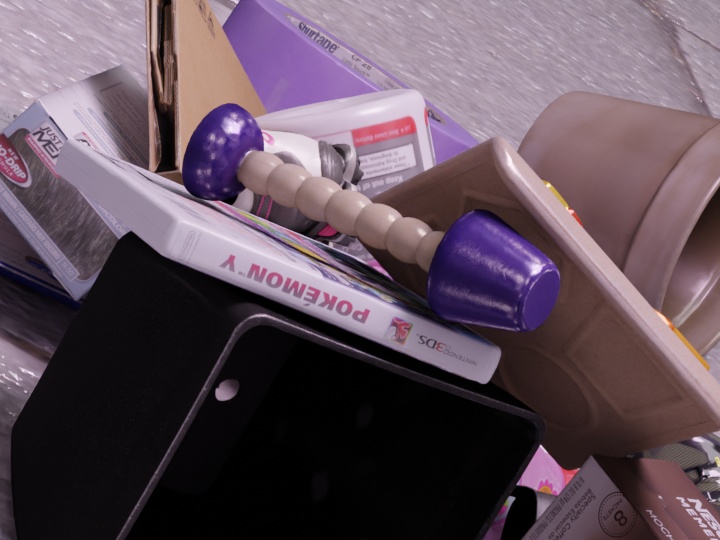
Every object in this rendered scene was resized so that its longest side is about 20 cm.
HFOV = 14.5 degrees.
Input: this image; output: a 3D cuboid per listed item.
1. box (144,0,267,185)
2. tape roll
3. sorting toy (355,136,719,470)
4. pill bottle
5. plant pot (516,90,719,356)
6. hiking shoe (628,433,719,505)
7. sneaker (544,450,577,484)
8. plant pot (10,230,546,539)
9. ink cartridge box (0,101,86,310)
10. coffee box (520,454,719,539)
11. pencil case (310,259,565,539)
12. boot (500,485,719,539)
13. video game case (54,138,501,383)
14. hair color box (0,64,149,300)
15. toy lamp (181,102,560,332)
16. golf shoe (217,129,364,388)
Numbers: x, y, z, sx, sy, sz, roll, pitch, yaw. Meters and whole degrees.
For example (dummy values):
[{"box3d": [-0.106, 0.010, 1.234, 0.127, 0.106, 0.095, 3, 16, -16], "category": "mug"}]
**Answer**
[{"box3d": [-0.086, -0.074, 1.670, 0.200, 0.021, 0.164, 63, 20, -57], "category": "box"}, {"box3d": [-0.019, -0.106, 1.961, 0.200, 0.085, 0.200, 33, 8, -5], "category": "tape roll"}, {"box3d": [0.092, 0.017, 1.425, 0.185, 0.036, 0.200, 48, -22, -9], "category": "sorting toy"}, {"box3d": [0.000, 0.000, 1.684, 0.114, 0.114, 0.201, -26, 107, -67], "category": "pill bottle"}, {"box3d": [0.213, -0.049, 2.177, 0.173, 0.200, 0.200, 29, 15, 27], "category": "plant pot"}, {"box3d": [0.236, 0.174, 1.880, 0.200, 0.076, 0.101, 46, 19, 17], "category": "hiking shoe"}, {"box3d": [0.164, 0.187, 1.767, 0.200, 0.078, 0.116, 24, 31, -2], "category": "sneaker"}, {"box3d": [-0.064, 0.089, 1.431, 0.199, 0.200, 0.177, 21, 17, -37], "category": "plant pot"}, {"box3d": [-0.199, -0.035, 1.660, 0.095, 0.037, 0.200, 27, 22, -31], "category": "ink cartridge box"}, {"box3d": [0.112, 0.204, 1.450, 0.080, 0.200, 0.113, 11, 35, -50], "category": "coffee box"}, {"box3d": [0.043, 0.083, 1.592, 0.200, 0.087, 0.088, 56, 6, -41], "category": "pencil case"}, {"box3d": [0.130, 0.220, 1.556, 0.138, 0.077, 0.201, 11, 70, -25], "category": "boot"}, {"box3d": [-0.045, -0.006, 1.404, 0.182, 0.023, 0.200, 22, 4, -24], "category": "video game case"}, {"box3d": [-0.150, -0.054, 1.635, 0.099, 0.061, 0.200, 50, 12, -2], "category": "hair color box"}, {"box3d": [0.006, -0.024, 1.367, 0.200, 0.058, 0.058, 27, 14, 29], "category": "toy lamp"}, {"box3d": [-0.081, -0.008, 1.567, 0.088, 0.200, 0.077, 21, 36, -30], "category": "golf shoe"}]
